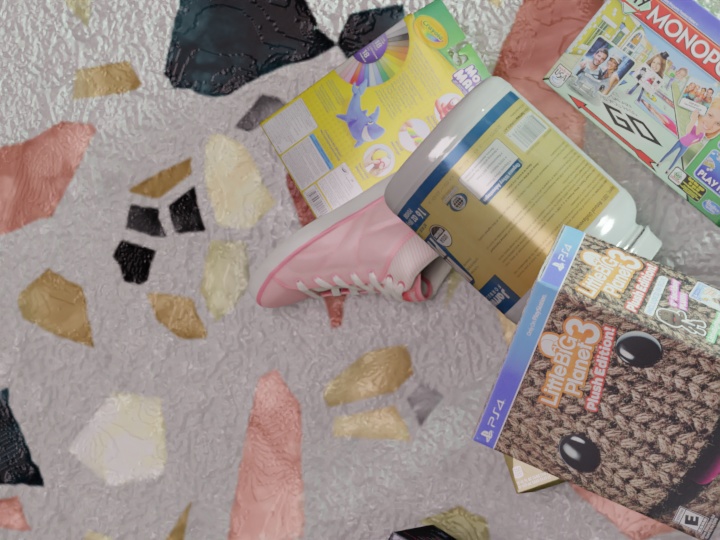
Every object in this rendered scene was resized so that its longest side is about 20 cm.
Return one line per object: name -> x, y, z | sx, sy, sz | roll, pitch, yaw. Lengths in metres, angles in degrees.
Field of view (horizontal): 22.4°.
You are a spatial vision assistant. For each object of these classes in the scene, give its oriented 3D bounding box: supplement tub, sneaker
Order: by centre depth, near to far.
supplement tub -> 0.135, -0.046, 1.502 | 0.200, 0.145, 0.145 | 43, 100, 3
sneaker -> 0.000, 0.000, 1.596 | 0.200, 0.075, 0.105 | -33, 71, 11

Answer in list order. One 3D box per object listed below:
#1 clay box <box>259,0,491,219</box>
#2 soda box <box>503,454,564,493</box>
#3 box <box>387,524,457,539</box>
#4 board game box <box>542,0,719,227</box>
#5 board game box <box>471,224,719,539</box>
clay box -> 0.022, -0.139, 1.617 | 0.200, 0.048, 0.115 | -34, 76, 13
soda box -> 0.217, 0.123, 1.513 | 0.200, 0.064, 0.068 | -22, 78, 17
box -> 0.093, 0.319, 1.511 | 0.200, 0.115, 0.132 | 30, 95, 20
board game box -> 0.271, -0.151, 1.539 | 0.200, 0.029, 0.135 | 42, 100, 19
board game box -> 0.211, 0.086, 1.394 | 0.200, 0.097, 0.160 | 23, 122, 7
